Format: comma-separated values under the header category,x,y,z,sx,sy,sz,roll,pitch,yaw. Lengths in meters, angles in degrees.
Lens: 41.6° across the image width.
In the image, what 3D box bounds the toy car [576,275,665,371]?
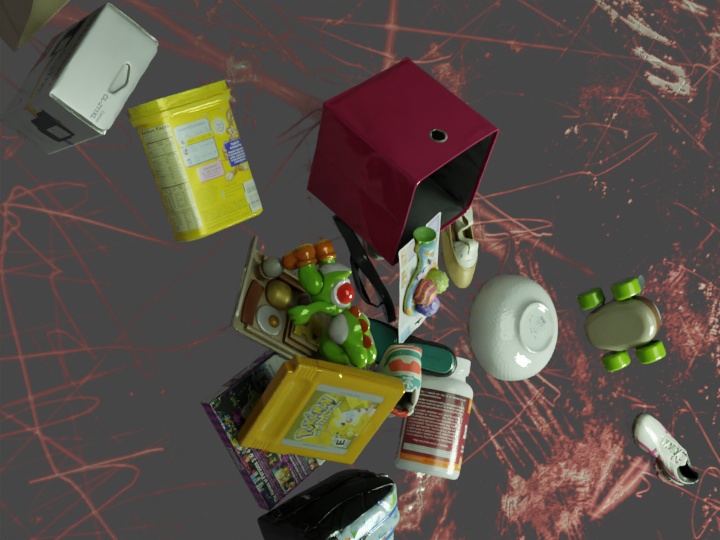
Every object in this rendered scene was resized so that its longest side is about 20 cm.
category,x,y,z,sx,sy,sz,roll,pitch,yaw
toy car,0.560,0.087,1.927,0.199,0.157,0.165,-24,92,-46

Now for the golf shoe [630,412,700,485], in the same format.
category,x,y,z,sx,sy,sz,roll,pitch,yaw
golf shoe,0.650,0.376,2.009,0.200,0.092,0.073,50,63,-23

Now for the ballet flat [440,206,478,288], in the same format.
category,x,y,z,sx,sy,sz,roll,pitch,yaw
ballet flat,0.177,-0.065,1.688,0.068,0.063,0.201,-19,100,-35

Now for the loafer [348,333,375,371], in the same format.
category,x,y,z,sx,sy,sz,roll,pitch,yaw
loafer,-0.018,0.165,1.503,0.068,0.075,0.202,20,62,-64

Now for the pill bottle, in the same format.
category,x,y,z,sx,sy,sz,roll,pitch,yaw
pill bottle,0.129,0.245,1.610,0.112,0.113,0.202,18,78,-35

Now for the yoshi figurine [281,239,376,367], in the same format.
category,x,y,z,sx,sy,sz,roll,pitch,yaw
yoshi figurine,-0.050,0.063,1.425,0.112,0.112,0.201,-26,79,-5

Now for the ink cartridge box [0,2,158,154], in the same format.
category,x,y,z,sx,sy,sz,roll,pitch,yaw
ink cartridge box,-0.361,-0.241,1.207,0.083,0.199,0.146,37,67,-30

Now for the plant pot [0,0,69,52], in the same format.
category,x,y,z,sx,sy,sz,roll,pitch,yaw
plant pot,-0.423,-0.433,1.183,0.177,0.200,0.200,42,64,-16

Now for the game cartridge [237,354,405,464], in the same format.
category,x,y,z,sx,sy,sz,roll,pitch,yaw
game cartridge,-0.058,0.211,1.404,0.199,0.033,0.177,15,122,-32

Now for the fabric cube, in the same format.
category,x,y,z,sx,sy,sz,roll,pitch,yaw
fabric cube,0.062,-0.172,1.474,0.196,0.201,0.199,-34,66,-31

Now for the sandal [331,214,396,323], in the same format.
category,x,y,z,sx,sy,sz,roll,pitch,yaw
sandal,0.000,0.000,1.557,0.043,0.076,0.201,-30,97,-2

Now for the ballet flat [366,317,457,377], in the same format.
category,x,y,z,sx,sy,sz,roll,pitch,yaw
ballet flat,0.065,0.131,1.568,0.199,0.073,0.073,18,73,11

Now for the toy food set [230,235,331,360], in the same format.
category,x,y,z,sx,sy,sz,roll,pitch,yaw
toy food set,-0.103,0.053,1.451,0.199,0.060,0.144,32,52,-31

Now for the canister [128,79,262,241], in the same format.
category,x,y,z,sx,sy,sz,roll,pitch,yaw
canister,-0.234,-0.158,1.371,0.148,0.086,0.201,-25,104,-34

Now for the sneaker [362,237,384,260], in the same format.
category,x,y,z,sx,sy,sz,roll,pitch,yaw
sneaker,0.087,-0.098,1.607,0.075,0.088,0.201,43,63,-25

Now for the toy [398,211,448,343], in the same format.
category,x,y,z,sx,sy,sz,roll,pitch,yaw
toy,0.105,0.021,1.479,0.115,0.047,0.201,-44,143,-36

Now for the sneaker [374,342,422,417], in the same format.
category,x,y,z,sx,sy,sz,roll,pitch,yaw
sneaker,0.052,0.201,1.512,0.070,0.200,0.094,9,52,-7

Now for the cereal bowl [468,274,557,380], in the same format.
category,x,y,z,sx,sy,sz,roll,pitch,yaw
cereal bowl,0.299,0.106,1.762,0.199,0.083,0.202,2,87,-36

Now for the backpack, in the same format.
category,x,y,z,sx,sy,sz,roll,pitch,yaw
backpack,-0.029,0.387,1.474,0.200,0.162,0.155,-40,120,-38

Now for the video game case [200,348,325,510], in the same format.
category,x,y,z,sx,sy,sz,roll,pitch,yaw
video game case,-0.128,0.235,1.466,0.181,0.036,0.201,-38,110,-33
